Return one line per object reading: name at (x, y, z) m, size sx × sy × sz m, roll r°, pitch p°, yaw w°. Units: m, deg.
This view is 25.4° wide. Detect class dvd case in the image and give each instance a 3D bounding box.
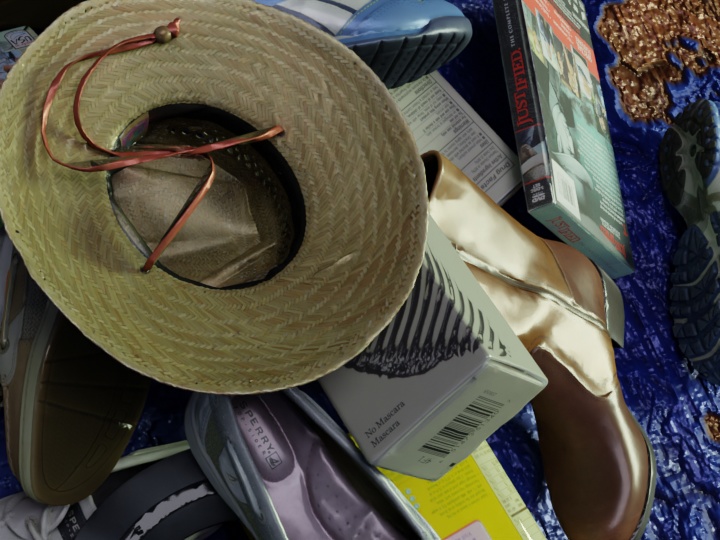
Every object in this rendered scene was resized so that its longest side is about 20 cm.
dvd case at (0.124, -0.108, 0.997) m, size 0.146 × 0.022 × 0.200 m, roll 30°, pitch 47°, yaw -58°

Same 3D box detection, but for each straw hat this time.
straw hat at (-0.074, -0.029, 0.739) m, size 0.201 × 0.085 × 0.201 m, roll 5°, pitch 70°, yaw -15°

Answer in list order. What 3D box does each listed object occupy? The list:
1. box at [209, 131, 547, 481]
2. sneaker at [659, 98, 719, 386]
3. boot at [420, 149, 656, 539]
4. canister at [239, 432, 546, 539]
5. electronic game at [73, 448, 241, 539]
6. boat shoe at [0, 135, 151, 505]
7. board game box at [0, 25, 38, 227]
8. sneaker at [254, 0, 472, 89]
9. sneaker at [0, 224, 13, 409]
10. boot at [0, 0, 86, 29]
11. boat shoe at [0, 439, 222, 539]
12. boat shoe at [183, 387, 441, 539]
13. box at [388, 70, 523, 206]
box at (0.000, 0.000, 0.782) m, size 0.068 × 0.082 × 0.200 m, roll 24°, pitch 27°, yaw -56°
sneaker at (0.253, -0.017, 1.033) m, size 0.085 × 0.077 × 0.200 m, roll 13°, pitch 64°, yaw -22°
boot at (0.091, 0.052, 0.873) m, size 0.200 × 0.068 × 0.189 m, roll 30°, pitch 58°, yaw -50°
canister at (0.041, 0.178, 0.849) m, size 0.148 × 0.087 × 0.200 m, roll -25°, pitch 78°, yaw -28°
electronic game at (-0.052, 0.181, 0.764) m, size 0.200 × 0.042 × 0.200 m, roll 3°, pitch 74°, yaw -11°
boat shoe at (-0.145, 0.012, 0.782) m, size 0.073 × 0.063 × 0.201 m, roll 8°, pitch 86°, yaw -52°
board game box at (-0.235, -0.063, 0.835) m, size 0.200 × 0.029 × 0.135 m, roll -21°, pitch 46°, yaw -29°
sneaker at (-0.032, -0.140, 0.876) m, size 0.200 × 0.074 × 0.082 m, roll -5°, pitch 69°, yaw -23°
sneaker at (-0.220, 0.031, 0.814) m, size 0.092 × 0.076 × 0.200 m, roll 17°, pitch 49°, yaw -2°
boot at (-0.226, -0.217, 0.920) m, size 0.200 × 0.072 × 0.155 m, roll -3°, pitch 65°, yaw -19°
boat shoe at (-0.143, 0.135, 0.799) m, size 0.200 × 0.066 × 0.072 m, roll -17°, pitch 76°, yaw -28°
boat shoe at (-0.007, 0.124, 0.732) m, size 0.074 × 0.065 × 0.202 m, roll -34°, pitch 84°, yaw -18°
box at (-0.006, -0.091, 0.952) m, size 0.200 × 0.078 × 0.095 m, roll 48°, pitch 59°, yaw 3°
